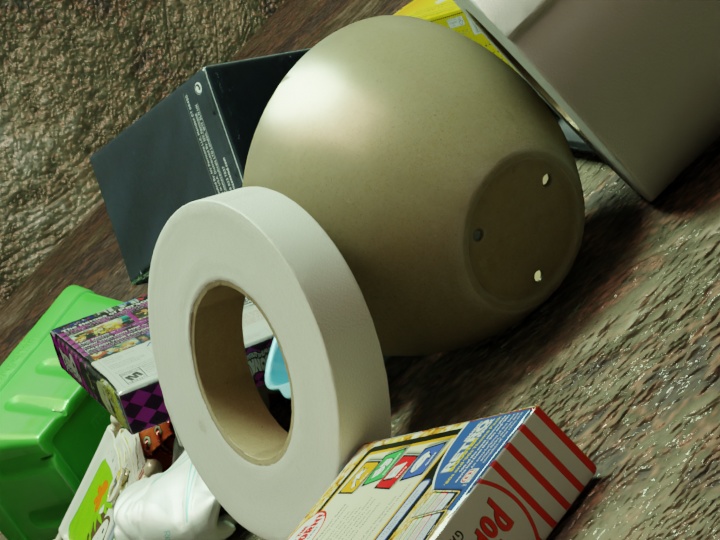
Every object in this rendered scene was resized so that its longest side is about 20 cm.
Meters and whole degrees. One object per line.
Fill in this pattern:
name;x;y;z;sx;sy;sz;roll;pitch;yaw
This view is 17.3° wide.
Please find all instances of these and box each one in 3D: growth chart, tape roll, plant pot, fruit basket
growth chart;-0.185;0.178;1.689;0.146;0.018;0.200;-65;16;4
tape roll;-0.054;0.054;1.332;0.037;0.204;0.203;-17;-5;-31
tape roll;0.145;-0.158;1.348;0.139;0.203;0.203;-43;11;5
plant pot;0.050;-0.037;1.355;0.200;0.201;0.134;-48;36;-17
fruit basket;-0.252;0.130;1.923;0.215;0.156;0.216;-26;26;14

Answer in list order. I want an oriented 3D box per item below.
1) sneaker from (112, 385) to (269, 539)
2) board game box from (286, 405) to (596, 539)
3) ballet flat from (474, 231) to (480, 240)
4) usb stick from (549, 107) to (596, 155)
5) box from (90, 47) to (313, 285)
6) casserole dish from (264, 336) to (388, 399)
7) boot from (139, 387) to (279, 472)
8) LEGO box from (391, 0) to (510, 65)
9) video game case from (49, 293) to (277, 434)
sneaker;-0.087;0.128;1.533;0.080;0.071;0.201;-16;23;25
board game box;0.011;0.143;1.144;0.152;0.046;0.200;-50;12;-22
ballet flat;0.055;-0.033;1.584;0.068;0.068;0.200;-35;23;-4
usb stick;0.149;-0.102;1.566;0.055;0.033;0.200;-44;12;-3
box;-0.078;-0.089;1.899;0.199;0.124;0.198;-13;-11;-38
casserole dish;0.000;0.000;1.507;0.121;0.039;0.201;-29;36;52
boot;-0.116;0.102;1.724;0.108;0.075;0.200;-65;20;-12
LEGO box;0.127;-0.175;1.602;0.199;0.078;0.149;-10;20;46
video game case;-0.095;0.041;1.618;0.199;0.036;0.181;-21;19;-17
